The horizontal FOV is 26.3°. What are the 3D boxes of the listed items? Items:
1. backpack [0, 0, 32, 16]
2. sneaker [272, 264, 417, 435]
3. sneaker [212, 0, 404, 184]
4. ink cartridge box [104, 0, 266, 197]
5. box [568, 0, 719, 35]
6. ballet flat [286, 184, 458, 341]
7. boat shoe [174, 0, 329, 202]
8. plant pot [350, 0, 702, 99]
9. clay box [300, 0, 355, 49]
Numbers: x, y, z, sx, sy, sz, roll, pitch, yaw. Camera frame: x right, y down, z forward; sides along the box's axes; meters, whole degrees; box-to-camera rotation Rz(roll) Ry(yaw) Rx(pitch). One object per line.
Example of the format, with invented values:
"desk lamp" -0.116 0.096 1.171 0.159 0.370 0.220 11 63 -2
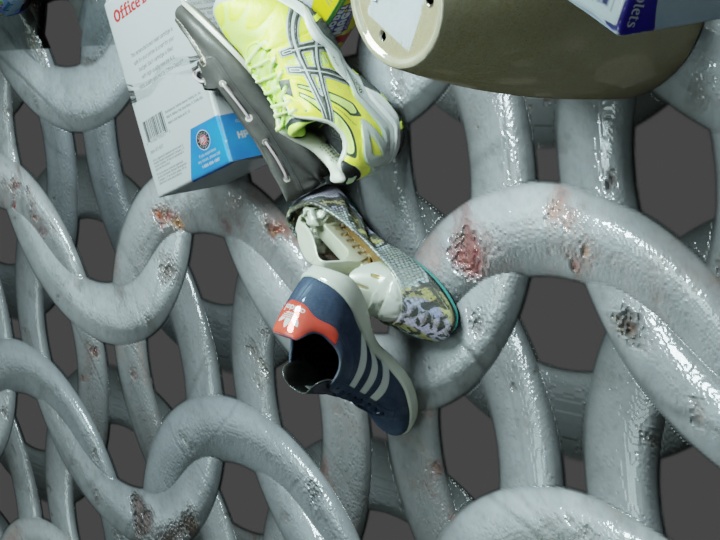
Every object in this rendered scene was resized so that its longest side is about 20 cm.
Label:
"backpack" -0.451 -0.374 1.679 0.147 0.199 0.184 -38 71 54
"sneaker" -0.019 0.089 1.321 0.075 0.085 0.200 13 144 43
"sneaker" -0.050 -0.157 1.287 0.200 0.076 0.075 44 140 1
"ink cartridge box" -0.153 -0.186 1.457 0.146 0.084 0.201 -17 88 54
"box" 0.203 -0.248 0.875 0.105 0.200 0.184 42 133 34
"ballet flat" 0.000 0.000 1.338 0.200 0.072 0.072 45 134 33
"boat shoe" -0.104 -0.146 1.350 0.200 0.057 0.067 48 -178 -6
"plant pot" 0.099 -0.193 1.032 0.187 0.200 0.188 22 120 46
"clay box" -0.043 -0.257 1.319 0.115 0.047 0.200 58 142 18
